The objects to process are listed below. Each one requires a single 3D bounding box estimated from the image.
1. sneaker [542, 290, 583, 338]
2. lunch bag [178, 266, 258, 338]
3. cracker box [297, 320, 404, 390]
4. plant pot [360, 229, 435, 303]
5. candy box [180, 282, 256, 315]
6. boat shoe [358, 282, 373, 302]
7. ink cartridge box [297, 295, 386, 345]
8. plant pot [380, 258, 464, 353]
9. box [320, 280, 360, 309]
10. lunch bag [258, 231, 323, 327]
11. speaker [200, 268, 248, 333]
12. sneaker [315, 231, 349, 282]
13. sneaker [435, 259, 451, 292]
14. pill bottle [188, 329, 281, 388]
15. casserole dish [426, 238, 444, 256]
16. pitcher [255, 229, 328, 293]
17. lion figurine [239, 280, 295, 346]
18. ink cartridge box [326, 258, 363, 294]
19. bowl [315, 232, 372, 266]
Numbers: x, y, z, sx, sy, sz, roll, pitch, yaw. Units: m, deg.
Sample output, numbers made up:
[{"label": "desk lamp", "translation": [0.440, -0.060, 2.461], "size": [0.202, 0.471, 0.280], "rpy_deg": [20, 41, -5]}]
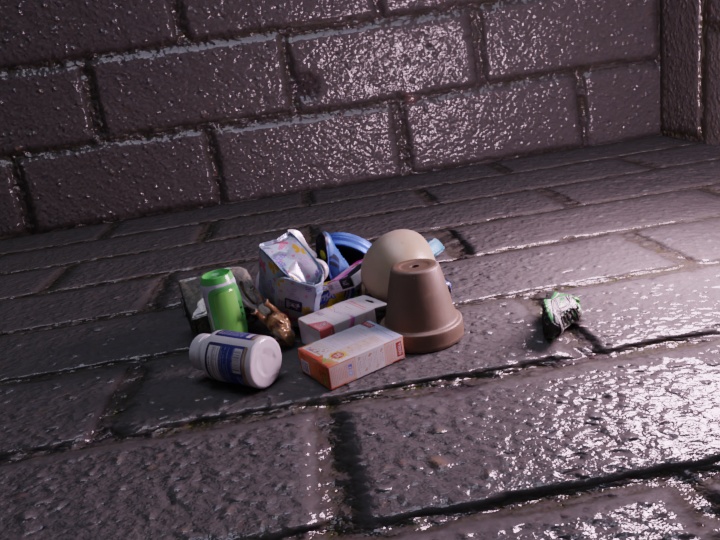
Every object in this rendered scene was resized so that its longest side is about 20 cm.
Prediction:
[{"label": "sneaker", "translation": [0.451, 0.092, 1.530], "size": [0.084, 0.079, 0.200], "rpy_deg": [0, 18, 22]}, {"label": "lunch bag", "translation": [-0.360, 0.086, 1.802], "size": [0.197, 0.119, 0.165], "rpy_deg": [-17, 44, -18]}, {"label": "cracker box", "translation": [-0.020, 0.181, 1.502], "size": [0.198, 0.059, 0.133], "rpy_deg": [-19, 21, -29]}, {"label": "plant pot", "translation": [0.115, 0.017, 1.727], "size": [0.197, 0.203, 0.135], "rpy_deg": [-14, 34, -17]}, {"label": "candy box", "translation": [-0.402, 0.083, 1.990], "size": [0.197, 0.062, 0.136], "rpy_deg": [0, 20, 27]}, {"label": "boat shoe", "translation": [0.049, 0.047, 1.876], "size": [0.073, 0.076, 0.202], "rpy_deg": [3, 19, 14]}, {"label": "ink cartridge box", "translation": [-0.038, 0.128, 1.665], "size": [0.198, 0.069, 0.116], "rpy_deg": [-20, 21, -28]}, {"label": "plant pot", "translation": [0.134, 0.071, 1.585], "size": [0.196, 0.178, 0.201], "rpy_deg": [-8, 16, 2]}, {"label": "box", "translation": [-0.093, 0.072, 1.875], "size": [0.197, 0.065, 0.070], "rpy_deg": [-13, 18, -18]}, {"label": "lunch bag", "translation": [-0.171, 0.035, 1.725], "size": [0.126, 0.171, 0.200], "rpy_deg": [-26, 57, -30]}, {"label": "speaker", "translation": [-0.324, 0.103, 1.645], "size": [0.087, 0.204, 0.089], "rpy_deg": [-9, 17, 3]}, {"label": "sneaker", "translation": [-0.072, -0.024, 1.934], "size": [0.078, 0.203, 0.066], "rpy_deg": [-25, 26, -25]}, {"label": "sneaker", "translation": [0.184, 0.013, 1.866], "size": [0.077, 0.091, 0.200], "rpy_deg": [0, 13, -25]}, {"label": "pill bottle", "translation": [-0.279, 0.190, 1.505], "size": [0.197, 0.113, 0.111], "rpy_deg": [4, 21, 34]}, {"label": "casserole dish", "translation": [0.142, -0.043, 1.900], "size": [0.198, 0.039, 0.121], "rpy_deg": [-16, 13, 46]}, {"label": "pitcher", "translation": [-0.194, 0.014, 1.929], "size": [0.171, 0.201, 0.121], "rpy_deg": [43, 19, 15]}, {"label": "lion figurine", "translation": [-0.232, 0.104, 1.689], "size": [0.072, 0.123, 0.200], "rpy_deg": [-42, 40, 0]}, {"label": "ink cartridge box", "translation": [0.000, 0.000, 1.845], "size": [0.094, 0.038, 0.199], "rpy_deg": [-18, 11, 40]}, {"label": "bowl", "translation": [-0.037, -0.033, 1.996], "size": [0.197, 0.202, 0.040], "rpy_deg": [0, 54, 24]}]
